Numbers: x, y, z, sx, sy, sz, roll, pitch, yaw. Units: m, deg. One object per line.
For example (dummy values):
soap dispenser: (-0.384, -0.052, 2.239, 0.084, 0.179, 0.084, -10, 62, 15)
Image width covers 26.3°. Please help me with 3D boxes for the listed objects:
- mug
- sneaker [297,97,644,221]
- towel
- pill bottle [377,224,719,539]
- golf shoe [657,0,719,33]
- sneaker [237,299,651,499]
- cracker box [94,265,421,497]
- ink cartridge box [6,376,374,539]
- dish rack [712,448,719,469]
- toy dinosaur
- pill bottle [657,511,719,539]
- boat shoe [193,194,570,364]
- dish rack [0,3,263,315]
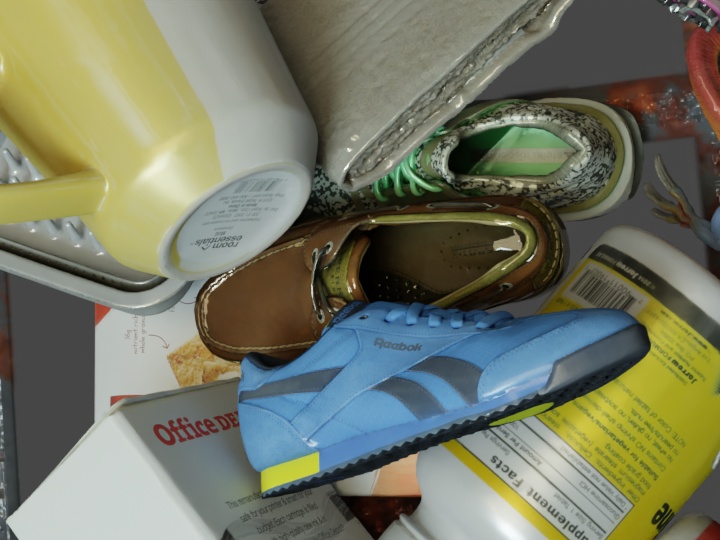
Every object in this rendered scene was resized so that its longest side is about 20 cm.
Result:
mug: (-0.112, -0.070, 0.738, 0.186, 0.150, 0.154, -32, 68, -9)
sneaker: (0.041, -0.060, 0.793, 0.199, 0.089, 0.078, -5, 85, 19)
towel: (0.032, -0.142, 0.791, 0.200, 0.035, 0.133, -42, 50, -1)
pill bottle: (0.100, 0.086, 0.733, 0.112, 0.112, 0.200, 40, 87, 16)
golf shoe: (0.204, -0.129, 0.665, 0.073, 0.199, 0.093, 43, 117, 57)
sneaker: (0.027, 0.039, 0.677, 0.199, 0.066, 0.079, -21, 75, 28)
cracker box: (-0.045, 0.052, 0.833, 0.199, 0.058, 0.135, -3, 86, 19)
ink cartridge box: (-0.050, 0.156, 0.725, 0.084, 0.144, 0.200, -43, 77, 17)
dish rack: (0.226, 0.048, 0.612, 0.153, 0.054, 0.201, 37, 113, 34)
toy dinosaur: (0.213, -0.033, 0.708, 0.105, 0.200, 0.182, -34, 108, -1)
pill bottle: (0.194, 0.217, 0.712, 0.200, 0.116, 0.116, 41, 100, 16)
boat shoe: (0.000, 0.000, 0.755, 0.199, 0.068, 0.072, -17, 83, 18)
dish rack: (-0.129, -0.069, 0.841, 0.171, 0.044, 0.201, 18, 62, 18)
